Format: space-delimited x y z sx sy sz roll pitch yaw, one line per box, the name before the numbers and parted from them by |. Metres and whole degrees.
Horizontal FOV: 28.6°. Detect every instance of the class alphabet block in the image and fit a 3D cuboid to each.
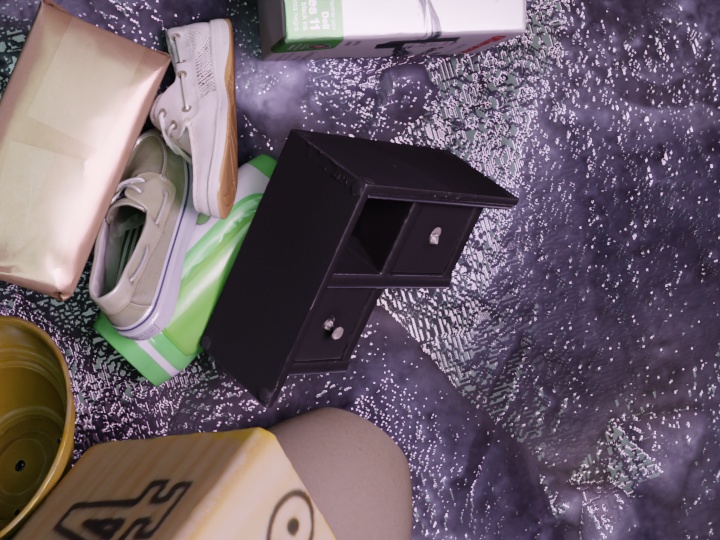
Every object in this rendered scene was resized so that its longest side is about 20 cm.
alphabet block | -0.136 0.249 0.986 0.200 0.196 0.196 -51 123 -44

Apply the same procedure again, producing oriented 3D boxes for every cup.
cup | -0.036 0.196 1.145 0.200 0.200 0.143 41 56 -9

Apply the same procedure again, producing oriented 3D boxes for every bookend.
bookend | 0.000 0.000 1.152 0.199 0.092 0.200 2 119 -50

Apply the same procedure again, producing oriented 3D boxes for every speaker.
speaker | -0.124 -0.001 1.165 0.088 0.088 0.200 45 82 -9

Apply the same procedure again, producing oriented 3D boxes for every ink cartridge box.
ink cartridge box | 0.023 -0.223 1.163 0.200 0.147 0.083 -4 93 -11

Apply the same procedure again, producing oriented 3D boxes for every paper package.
paper package | -0.237 -0.087 1.086 0.103 0.191 0.200 22 87 -13

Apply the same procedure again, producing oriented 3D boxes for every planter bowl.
planter bowl | -0.289 0.143 1.111 0.200 0.083 0.201 -12 59 21

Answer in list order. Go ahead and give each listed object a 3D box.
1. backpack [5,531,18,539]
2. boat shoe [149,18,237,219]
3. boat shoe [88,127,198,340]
backpack | -0.271 0.297 1.104 0.200 0.153 0.176 -34 94 -18
boat shoe | -0.135 -0.121 1.139 0.069 0.071 0.200 -3 51 -3
boat shoe | -0.171 -0.042 1.119 0.072 0.062 0.200 -15 52 19
